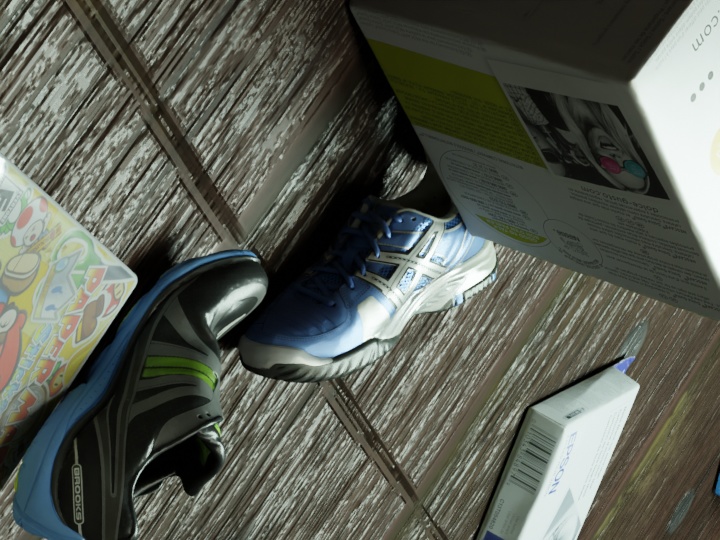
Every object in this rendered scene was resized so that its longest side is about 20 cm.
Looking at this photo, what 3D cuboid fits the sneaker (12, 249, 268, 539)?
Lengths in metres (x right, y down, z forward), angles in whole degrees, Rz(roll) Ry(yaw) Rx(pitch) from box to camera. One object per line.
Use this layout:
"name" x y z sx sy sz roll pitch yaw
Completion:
"sneaker" -0.098 0.068 1.167 0.200 0.083 0.071 -57 174 -41

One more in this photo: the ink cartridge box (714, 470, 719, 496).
"ink cartridge box" 0.506 0.221 2.511 0.146 0.200 0.084 -42 151 -38

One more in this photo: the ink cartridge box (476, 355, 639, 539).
"ink cartridge box" 0.167 0.181 1.950 0.200 0.041 0.200 -22 136 -57

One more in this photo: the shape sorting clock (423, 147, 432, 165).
"shape sorting clock" 0.100 -0.141 1.420 0.200 0.039 0.200 -47 154 -31

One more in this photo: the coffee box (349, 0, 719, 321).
"coffee box" 0.154 -0.124 1.274 0.200 0.200 0.198 -51 135 -21

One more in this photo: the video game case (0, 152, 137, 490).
"video game case" -0.191 0.055 1.056 0.200 0.023 0.182 -58 158 -8

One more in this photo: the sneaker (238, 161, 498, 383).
"sneaker" 0.000 0.000 1.349 0.200 0.076 0.077 -35 129 -41
